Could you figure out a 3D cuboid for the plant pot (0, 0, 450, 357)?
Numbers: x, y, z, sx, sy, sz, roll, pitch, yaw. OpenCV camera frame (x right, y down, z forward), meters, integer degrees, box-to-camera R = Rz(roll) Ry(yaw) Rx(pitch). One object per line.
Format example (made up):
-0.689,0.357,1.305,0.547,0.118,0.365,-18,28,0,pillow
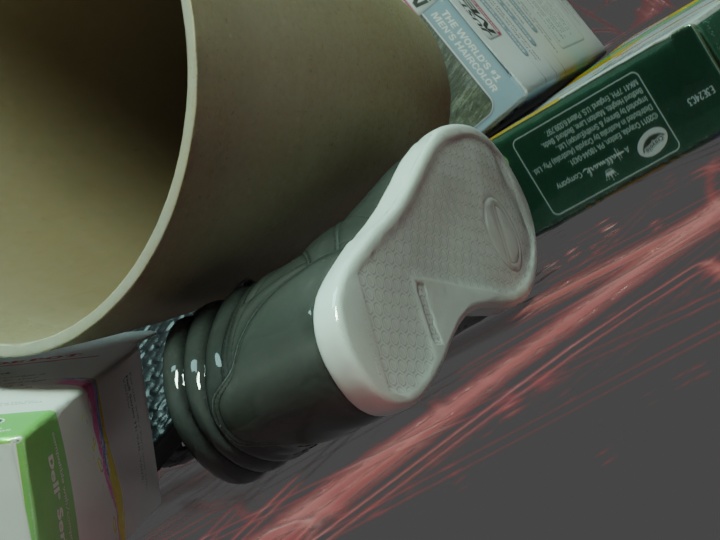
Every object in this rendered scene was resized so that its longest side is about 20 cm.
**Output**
-0.061,-0.067,0.898,0.187,0.188,0.200,-29,-16,37,plant pot

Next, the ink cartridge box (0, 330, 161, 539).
-0.142,0.075,0.863,0.117,0.068,0.200,-7,8,10,ink cartridge box

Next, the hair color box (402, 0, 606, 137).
0.049,-0.114,1.138,0.061,0.099,0.200,-40,-2,18,hair color box

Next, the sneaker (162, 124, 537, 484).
-0.006,0.009,0.846,0.099,0.071,0.200,-24,11,28,sneaker

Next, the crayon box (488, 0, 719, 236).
0.149,-0.089,1.098,0.126,0.052,0.200,-30,4,34,crayon box

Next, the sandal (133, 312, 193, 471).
-0.071,0.035,1.034,0.075,0.048,0.201,-28,27,31,sandal
